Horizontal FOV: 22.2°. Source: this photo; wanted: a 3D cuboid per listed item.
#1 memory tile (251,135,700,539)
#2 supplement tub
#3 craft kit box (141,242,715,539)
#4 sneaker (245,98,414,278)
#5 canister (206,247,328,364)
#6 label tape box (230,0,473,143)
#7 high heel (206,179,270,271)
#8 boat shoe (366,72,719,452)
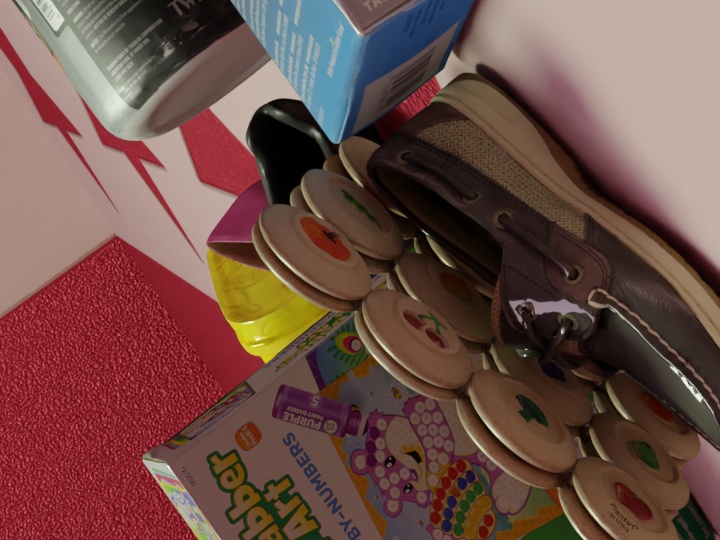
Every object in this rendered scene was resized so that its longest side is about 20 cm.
[{"bbox_3d":[0.052,0.027,0.723,0.200,0.017,0.153,40,-158,2],"label":"memory tile"},{"bbox_3d":[-0.123,-0.173,0.877,0.200,0.122,0.123,54,170,4],"label":"supplement tub"},{"bbox_3d":[0.036,0.104,0.829,0.201,0.197,0.048,56,163,-12],"label":"craft kit box"},{"bbox_3d":[0.000,0.000,0.895,0.201,0.076,0.091,56,-164,20],"label":"sneaker"},{"bbox_3d":[-0.009,0.063,1.197,0.200,0.086,0.149,57,-177,-28],"label":"canister"},{"bbox_3d":[-0.038,-0.160,0.693,0.201,0.066,0.143,56,170,7],"label":"label tape box"},{"bbox_3d":[0.000,0.009,0.981,0.200,0.096,0.068,44,165,48],"label":"high heel"},{"bbox_3d":[0.076,0.006,0.696,0.201,0.066,0.072,49,169,32],"label":"boat shoe"}]
